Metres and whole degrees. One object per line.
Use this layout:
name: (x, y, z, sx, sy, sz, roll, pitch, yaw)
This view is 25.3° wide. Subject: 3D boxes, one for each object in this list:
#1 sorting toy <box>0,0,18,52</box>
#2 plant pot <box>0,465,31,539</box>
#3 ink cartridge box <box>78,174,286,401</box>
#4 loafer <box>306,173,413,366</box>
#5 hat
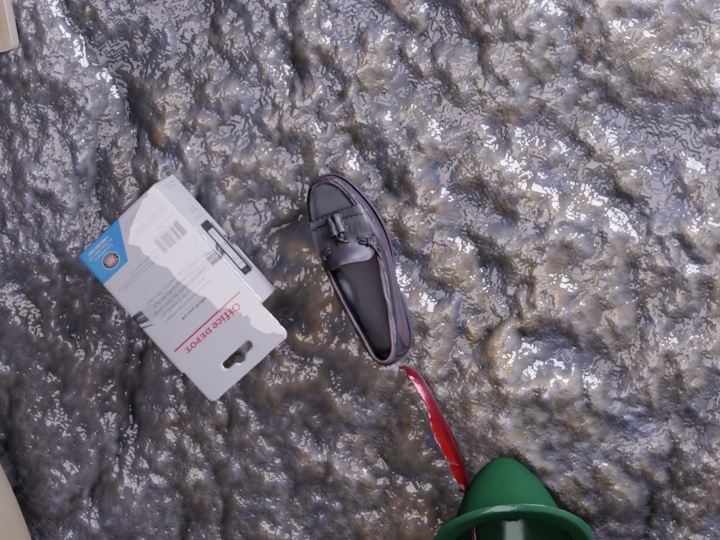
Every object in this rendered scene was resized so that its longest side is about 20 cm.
sorting toy: (-0.463, -0.304, 1.602, 0.197, 0.070, 0.201, -8, 100, 11)
plant pot: (-0.436, 0.251, 1.668, 0.187, 0.188, 0.200, -31, 108, 14)
ink cartridge box: (-0.170, 0.018, 1.619, 0.116, 0.068, 0.200, -41, 92, 15)
loafer: (0.000, 0.000, 1.589, 0.071, 0.063, 0.201, -21, 97, 13)
hat: (0.144, 0.211, 1.633, 0.164, 0.177, 0.201, -11, 137, 10)
